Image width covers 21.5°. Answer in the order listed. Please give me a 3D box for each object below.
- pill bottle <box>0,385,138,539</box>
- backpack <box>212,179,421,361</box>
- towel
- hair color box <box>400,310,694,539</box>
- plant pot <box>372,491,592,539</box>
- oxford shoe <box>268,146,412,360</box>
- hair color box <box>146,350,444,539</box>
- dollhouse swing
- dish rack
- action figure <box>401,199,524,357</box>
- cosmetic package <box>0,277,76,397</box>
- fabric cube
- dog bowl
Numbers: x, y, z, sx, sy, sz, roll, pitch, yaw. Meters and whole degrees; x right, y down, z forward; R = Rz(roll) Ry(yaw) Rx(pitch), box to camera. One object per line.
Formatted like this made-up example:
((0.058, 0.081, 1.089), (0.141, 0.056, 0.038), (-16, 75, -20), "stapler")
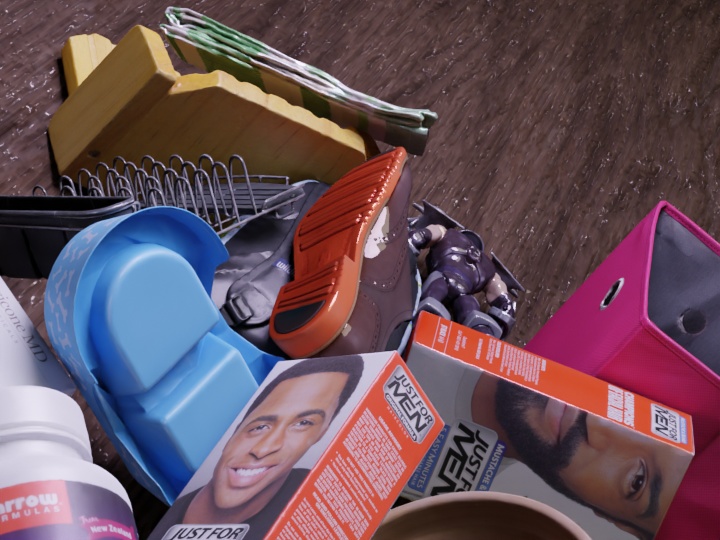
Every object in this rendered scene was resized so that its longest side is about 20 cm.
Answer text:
((-0.158, 0.161, 0.926), (0.111, 0.111, 0.201), (15, 43, -39), "pill bottle")
((-0.041, 0.026, 1.263), (0.162, 0.154, 0.201), (35, 50, -2), "backpack")
((-0.042, -0.132, 1.345), (0.198, 0.024, 0.153), (21, -3, 0), "towel")
((0.111, 0.119, 1.273), (0.198, 0.112, 0.064), (20, 22, 0), "hair color box")
((0.056, 0.231, 1.077), (0.202, 0.199, 0.093), (-97, 170, -51), "plant pot")
((0.000, 0.000, 1.187), (0.073, 0.071, 0.201), (50, 39, -24), "oxford shoe")
((-0.048, 0.134, 1.024), (0.062, 0.101, 0.200), (56, 49, -24), "hair color box")
((-0.103, -0.124, 1.361), (0.199, 0.181, 0.177), (23, 46, -30), "dollhouse swing")
((-0.138, -0.041, 1.192), (0.199, 0.152, 0.055), (-25, 112, -46), "dish rack")
((0.068, 0.019, 1.471), (0.129, 0.070, 0.200), (30, 26, -7), "action figure")
((-0.256, 0.060, 1.001), (0.102, 0.074, 0.199), (52, 31, 16), "cosmetic package")
((0.224, 0.110, 1.399), (0.199, 0.200, 0.197), (38, 29, -8), "fabric cube")
((-0.108, 0.054, 1.082), (0.111, 0.049, 0.201), (-45, 123, -29), "dog bowl")
